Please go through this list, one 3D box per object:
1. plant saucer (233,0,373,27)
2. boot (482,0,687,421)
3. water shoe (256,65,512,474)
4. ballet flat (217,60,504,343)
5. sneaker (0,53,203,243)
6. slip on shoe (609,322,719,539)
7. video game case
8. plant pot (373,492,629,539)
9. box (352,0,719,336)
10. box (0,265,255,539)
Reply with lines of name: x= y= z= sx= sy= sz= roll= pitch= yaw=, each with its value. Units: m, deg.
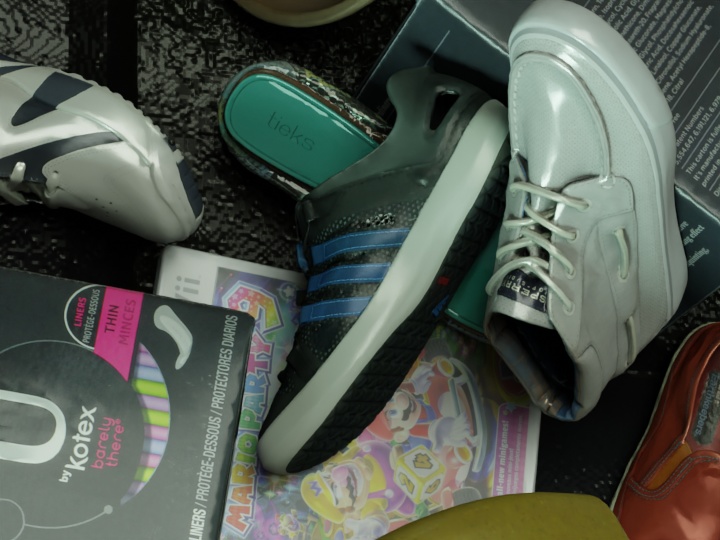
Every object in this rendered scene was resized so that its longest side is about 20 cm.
plant saucer: x=-0.016 y=-0.219 z=0.981 sx=0.029 sy=0.200 sz=0.201 roll=2 pitch=67 yaw=-45
boot: x=0.092 y=-0.017 z=0.877 sx=0.073 sy=0.200 sz=0.096 roll=16 pitch=56 yaw=35
water shoe: x=0.000 y=0.000 z=0.927 sx=0.079 sy=0.071 sz=0.201 roll=34 pitch=89 yaw=19
ballet flat: x=0.019 y=-0.037 z=0.982 sx=0.200 sy=0.074 sz=0.074 roll=39 pitch=64 yaw=-1
sneaker: x=-0.182 y=-0.040 z=0.915 sx=0.199 sy=0.080 sz=0.130 roll=34 pitch=66 yaw=-3
slip on shoe: x=0.167 y=0.111 z=0.978 sx=0.074 sy=0.061 sz=0.201 roll=25 pitch=67 yaw=-9
video game case: x=-0.010 y=0.075 z=0.959 sx=0.199 sy=0.018 sz=0.144 roll=12 pitch=68 yaw=-12
plant pot: x=0.036 y=0.200 z=0.836 sx=0.199 sy=0.195 sz=0.195 roll=-28 pitch=84 yaw=-30
box: x=0.113 y=-0.079 z=0.982 sx=0.200 sy=0.148 sz=0.107 roll=38 pitch=64 yaw=-2
box: x=-0.155 y=0.072 z=0.856 sx=0.199 sy=0.106 sz=0.123 roll=10 pitch=67 yaw=-6
